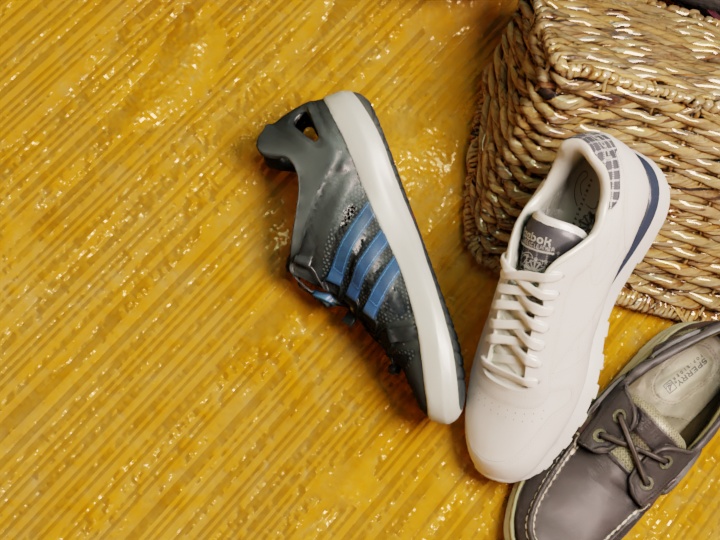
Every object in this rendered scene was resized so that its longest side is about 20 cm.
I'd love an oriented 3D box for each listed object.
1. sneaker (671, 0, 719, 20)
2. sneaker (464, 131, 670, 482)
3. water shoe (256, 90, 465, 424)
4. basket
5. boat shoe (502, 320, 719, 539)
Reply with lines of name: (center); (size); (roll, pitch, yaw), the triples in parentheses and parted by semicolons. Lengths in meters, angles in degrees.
sneaker: (0.257, -0.159, 1.245); (0.199, 0.096, 0.079); (21, 43, 18)
sneaker: (0.098, 0.019, 1.069); (0.076, 0.080, 0.201); (22, 95, 28)
water shoe: (0.000, 0.000, 1.104); (0.078, 0.072, 0.201); (-20, 75, 4)
basket: (0.167, -0.074, 1.184); (0.199, 0.150, 0.143); (13, 31, -13)
boat shoe: (0.154, 0.093, 1.105); (0.073, 0.065, 0.200); (42, 62, 0)
